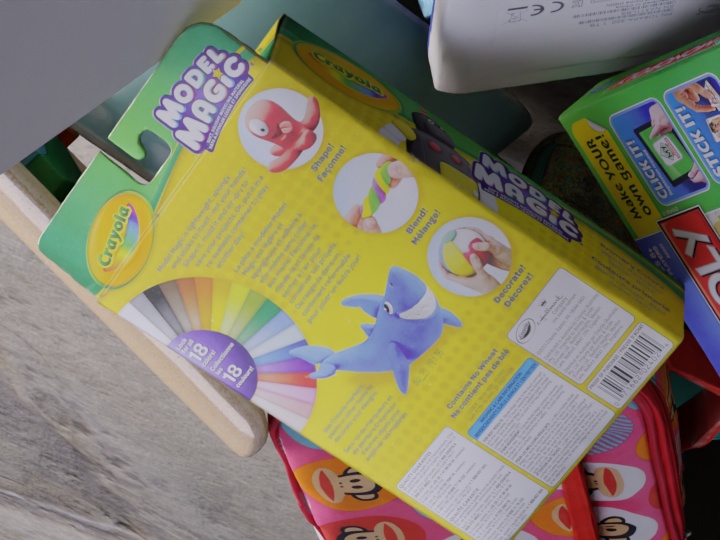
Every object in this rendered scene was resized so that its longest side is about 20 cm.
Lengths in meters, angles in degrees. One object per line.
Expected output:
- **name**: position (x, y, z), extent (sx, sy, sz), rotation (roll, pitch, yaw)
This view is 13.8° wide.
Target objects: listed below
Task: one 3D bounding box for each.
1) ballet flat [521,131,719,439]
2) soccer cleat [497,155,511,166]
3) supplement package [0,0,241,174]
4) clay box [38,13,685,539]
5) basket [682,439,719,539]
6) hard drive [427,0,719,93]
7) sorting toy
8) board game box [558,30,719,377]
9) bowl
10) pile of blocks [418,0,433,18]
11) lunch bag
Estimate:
- **ballet flat**: position (0.116, 0.004, 1.213), extent (0.070, 0.071, 0.200), rotation (13, 162, 35)
- **soccer cleat**: position (0.013, -0.026, 1.274), extent (0.200, 0.069, 0.085), rotation (18, 147, 55)
- **supplement package**: position (-0.153, -0.163, 0.937), extent (0.200, 0.147, 0.192), rotation (41, 153, 22)
- **clay box**: position (0.000, 0.000, 1.032), extent (0.199, 0.048, 0.115), rotation (34, 116, -9)
- **basket**: position (0.114, 0.121, 1.339), extent (0.135, 0.201, 0.181), rotation (23, 158, 16)
- **hard drive**: position (0.093, -0.118, 0.963), extent (0.131, 0.026, 0.200), rotation (-8, 159, -6)
- **sorting toy**: position (-0.106, -0.024, 1.160), extent (0.185, 0.036, 0.200), rotation (46, -177, -16)
- **board game box**: position (0.166, 0.008, 1.011), extent (0.134, 0.029, 0.201), rotation (-23, 103, 54)
- **bowl**: position (-0.043, -0.071, 1.147), extent (0.200, 0.105, 0.201), rotation (34, 180, 0)
- **pile of blocks**: position (-0.003, -0.134, 1.050), extent (0.062, 0.082, 0.200), rotation (-15, 134, 44)
- **lunch bag**: position (0.061, 0.059, 1.172), extent (0.175, 0.082, 0.200), rotation (-6, 152, 8)
